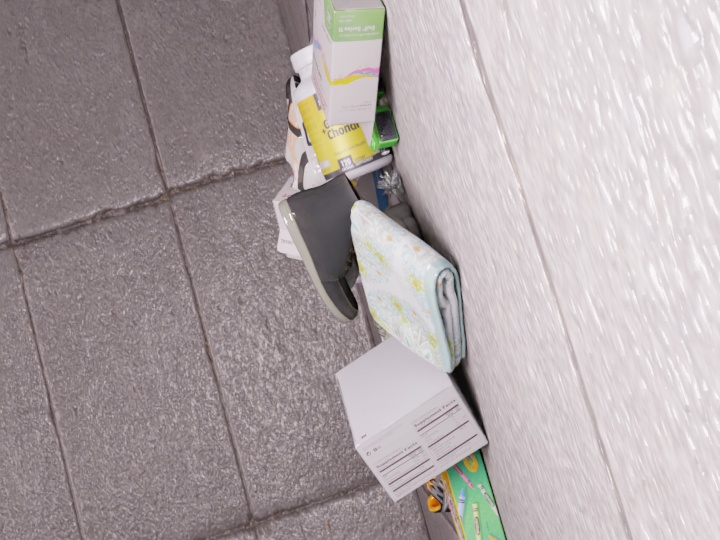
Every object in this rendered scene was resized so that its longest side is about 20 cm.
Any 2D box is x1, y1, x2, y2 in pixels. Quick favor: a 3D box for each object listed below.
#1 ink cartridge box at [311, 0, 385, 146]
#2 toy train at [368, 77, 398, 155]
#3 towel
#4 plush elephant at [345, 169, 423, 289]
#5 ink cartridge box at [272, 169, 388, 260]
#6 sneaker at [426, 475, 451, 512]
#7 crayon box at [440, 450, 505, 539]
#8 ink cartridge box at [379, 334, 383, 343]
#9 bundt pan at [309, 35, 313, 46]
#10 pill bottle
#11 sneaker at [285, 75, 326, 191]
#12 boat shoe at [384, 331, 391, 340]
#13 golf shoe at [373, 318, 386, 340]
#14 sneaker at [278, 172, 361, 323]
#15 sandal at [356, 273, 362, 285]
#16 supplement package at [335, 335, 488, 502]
[{"bbox_3d":[-0.021,-0.271,1.043,0.202,0.066,0.118,95,162,-44],"label":"ink cartridge box"},{"bbox_3d":[0.011,-0.264,1.141,0.056,0.041,0.204,134,121,-75],"label":"toy train"},{"bbox_3d":[0.059,0.025,1.033,0.170,0.048,0.202,36,151,37],"label":"towel"},{"bbox_3d":[0.009,-0.039,1.189,0.165,0.152,0.204,92,162,-78],"label":"plush elephant"},{"bbox_3d":[-0.053,-0.106,1.379,0.127,0.126,0.201,78,-149,-42],"label":"ink cartridge box"},{"bbox_3d":[0.147,0.358,1.426,0.079,0.076,0.203,-109,6,-60],"label":"sneaker"},{"bbox_3d":[0.167,0.355,1.210,0.119,0.057,0.204,106,149,-84],"label":"crayon box"},{"bbox_3d":[0.094,0.237,2.019,0.176,0.044,0.204,90,164,-82],"label":"ink cartridge box"},{"bbox_3d":[-0.035,-0.314,1.355,0.202,0.074,0.206,163,91,-87],"label":"bundt pan"},{"bbox_3d":[-0.034,-0.239,1.218,0.112,0.110,0.204,-131,20,-82],"label":"pill bottle"},{"bbox_3d":[-0.097,-0.220,1.307,0.073,0.079,0.204,11,-119,-52],"label":"sneaker"},{"bbox_3d":[0.086,0.124,1.464,0.072,0.062,0.200,56,175,3],"label":"boat shoe"},{"bbox_3d":[0.090,0.172,1.721,0.098,0.077,0.202,56,-167,-34],"label":"golf shoe"},{"bbox_3d":[-0.022,-0.025,1.088,0.075,0.105,0.202,-108,-8,-61],"label":"sneaker"},{"bbox_3d":[-0.002,-0.007,1.308,0.050,0.200,0.084,-39,63,47],"label":"sandal"},{"bbox_3d":[0.066,0.191,1.146,0.112,0.154,0.201,55,-176,-24],"label":"supplement package"}]
